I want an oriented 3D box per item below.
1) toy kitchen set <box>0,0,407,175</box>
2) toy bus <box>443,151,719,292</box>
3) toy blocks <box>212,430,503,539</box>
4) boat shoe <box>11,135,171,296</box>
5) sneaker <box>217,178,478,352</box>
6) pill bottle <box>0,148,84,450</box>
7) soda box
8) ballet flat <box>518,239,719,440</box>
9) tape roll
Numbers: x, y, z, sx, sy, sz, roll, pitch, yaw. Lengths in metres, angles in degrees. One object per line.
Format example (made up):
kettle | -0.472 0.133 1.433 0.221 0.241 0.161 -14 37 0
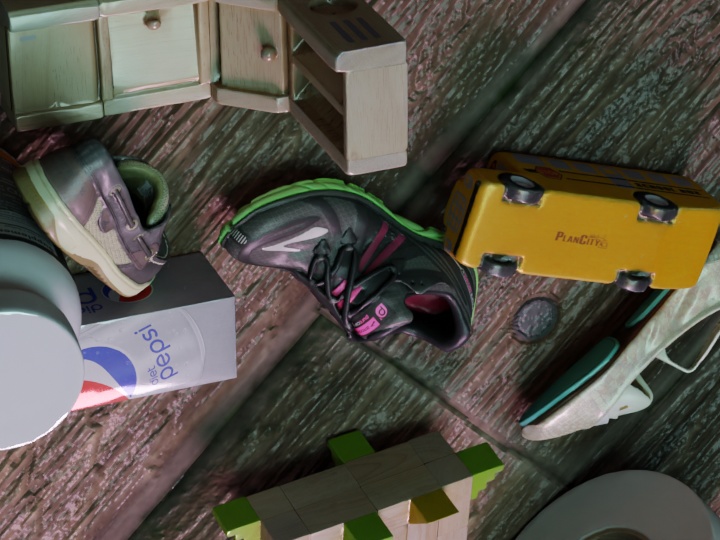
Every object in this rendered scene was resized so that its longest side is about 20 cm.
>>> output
toy kitchen set | -0.098 -0.153 1.479 0.200 0.180 0.163 -11 120 -18
toy bus | 0.147 -0.035 1.719 0.200 0.078 0.065 6 115 -28
toy blocks | -0.003 0.198 1.779 0.200 0.100 0.137 -17 135 -22
boat shoe | -0.144 -0.035 1.534 0.066 0.072 0.201 -30 164 7
sneaker | 0.000 0.000 1.659 0.200 0.084 0.077 17 135 -30
pill bottle | -0.228 0.012 1.492 0.116 0.200 0.116 -10 124 -15
soda box | -0.182 0.046 1.618 0.200 0.068 0.064 -11 121 -20
ballet flat | 0.200 0.063 1.798 0.200 0.067 0.062 -45 94 3
tape roll | 0.205 0.264 1.836 0.203 0.203 0.139 -45 125 4
